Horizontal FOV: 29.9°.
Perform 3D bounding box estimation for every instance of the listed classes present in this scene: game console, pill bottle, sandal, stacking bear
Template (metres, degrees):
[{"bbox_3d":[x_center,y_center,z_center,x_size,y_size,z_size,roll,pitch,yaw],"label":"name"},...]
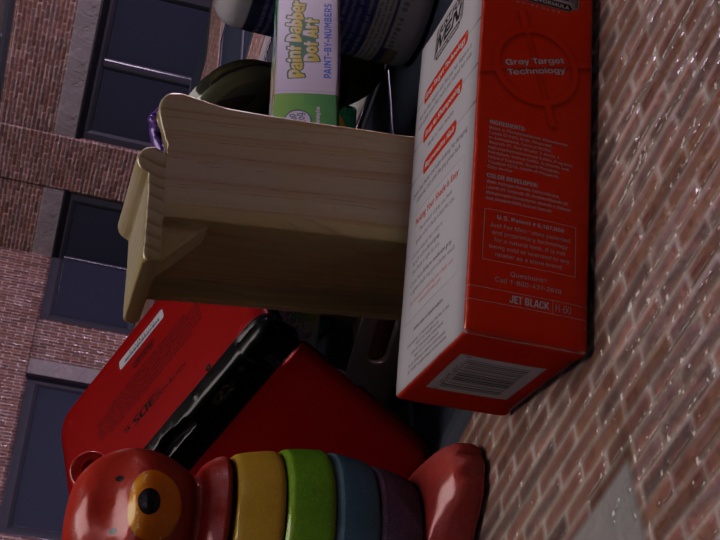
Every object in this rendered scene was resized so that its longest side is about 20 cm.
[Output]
[{"bbox_3d":[-0.078,0.103,0.829,0.200,0.119,0.172,-49,36,20],"label":"game console"},{"bbox_3d":[-0.049,-0.232,1.006,0.120,0.200,0.120,-169,90,-77],"label":"pill bottle"},{"bbox_3d":[-0.054,-0.128,1.044,0.057,0.201,0.080,50,132,17],"label":"sandal"},{"bbox_3d":[-0.051,0.139,0.686,0.114,0.200,0.122,129,150,-64],"label":"stacking bear"}]

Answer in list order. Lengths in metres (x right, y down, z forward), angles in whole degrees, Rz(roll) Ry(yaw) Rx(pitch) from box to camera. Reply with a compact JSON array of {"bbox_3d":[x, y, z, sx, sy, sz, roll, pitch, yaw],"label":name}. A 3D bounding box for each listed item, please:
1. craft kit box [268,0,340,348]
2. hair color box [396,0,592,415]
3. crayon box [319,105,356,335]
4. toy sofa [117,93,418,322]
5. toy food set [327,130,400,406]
[{"bbox_3d":[-0.041,-0.080,0.895,0.200,0.048,0.198,98,170,-49],"label":"craft kit box"},{"bbox_3d":[0.065,-0.042,0.654,0.102,0.061,0.200,127,150,-63],"label":"hair color box"},{"bbox_3d":[-0.054,-0.035,1.176,0.119,0.058,0.200,128,150,-65],"label":"crayon box"},{"bbox_3d":[-0.025,-0.022,0.722,0.083,0.200,0.098,123,148,-61],"label":"toy sofa"},{"bbox_3d":[0.000,0.000,0.889,0.200,0.060,0.144,-102,26,-69],"label":"toy food set"}]
